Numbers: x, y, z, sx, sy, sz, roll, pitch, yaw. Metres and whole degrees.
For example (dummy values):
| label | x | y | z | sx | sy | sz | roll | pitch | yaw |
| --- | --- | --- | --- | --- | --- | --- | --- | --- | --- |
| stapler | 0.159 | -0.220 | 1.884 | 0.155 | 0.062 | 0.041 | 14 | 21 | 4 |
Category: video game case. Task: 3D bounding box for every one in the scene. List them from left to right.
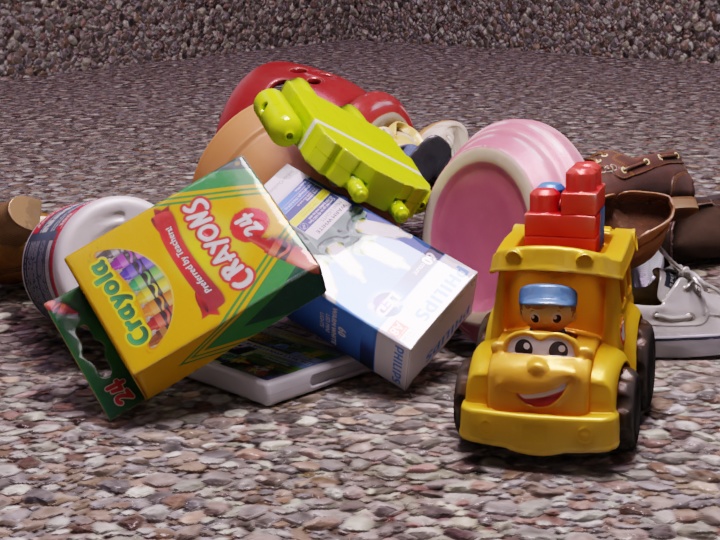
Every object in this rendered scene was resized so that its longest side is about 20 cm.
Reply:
| label | x | y | z | sx | sy | sz | roll | pitch | yaw |
| --- | --- | --- | --- | --- | --- | --- | --- | --- | --- |
| video game case | -0.078 | 0.065 | 1.245 | 0.181 | 0.022 | 0.199 | -15 | 20 | -42 |

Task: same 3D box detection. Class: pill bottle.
| label | x | y | z | sx | sy | sz | roll | pitch | yaw |
| --- | --- | --- | --- | --- | --- | --- | --- | --- | --- |
| pill bottle | -0.243 | -0.003 | 1.299 | 0.118 | 0.121 | 0.200 | -8 | 3 | -26 |

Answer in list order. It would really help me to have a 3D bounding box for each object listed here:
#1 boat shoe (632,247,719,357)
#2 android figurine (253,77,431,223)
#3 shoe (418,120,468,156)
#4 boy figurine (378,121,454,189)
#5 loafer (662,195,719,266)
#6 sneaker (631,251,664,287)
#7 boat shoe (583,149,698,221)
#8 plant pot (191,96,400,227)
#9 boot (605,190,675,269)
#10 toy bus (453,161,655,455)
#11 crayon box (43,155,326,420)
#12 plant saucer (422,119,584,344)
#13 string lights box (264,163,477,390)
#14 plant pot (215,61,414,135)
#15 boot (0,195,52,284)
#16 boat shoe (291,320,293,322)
| label | x | y | z | sx | sy | sz | roll | pitch | yaw |
| --- | --- | --- | --- | --- | --- | --- | --- | --- | --- |
| boat shoe | 0.269 | 0.024 | 1.236 | 0.200 | 0.087 | 0.075 | -2 | 14 | -2 |
| android figurine | -0.009 | -0.106 | 1.277 | 0.181 | 0.041 | 0.200 | 24 | 21 | -33 |
| shoe | 0.074 | -0.109 | 1.617 | 0.053 | 0.070 | 0.200 | 4 | 35 | 40 |
| boy figurine | 0.061 | -0.110 | 1.488 | 0.124 | 0.065 | 0.200 | 35 | 4 | -15 |
| loafer | 0.372 | -0.046 | 1.528 | 0.071 | 0.074 | 0.199 | 11 | 20 | 40 |
| sneaker | 0.264 | -0.010 | 1.418 | 0.072 | 0.071 | 0.201 | 3 | 36 | 11 |
| boat shoe | 0.236 | -0.079 | 1.356 | 0.198 | 0.071 | 0.070 | -4 | -13 | -36 |
| plant pot | -0.050 | -0.056 | 1.408 | 0.198 | 0.202 | 0.140 | -9 | 32 | -28 |
| boot | 0.178 | -0.018 | 1.267 | 0.198 | 0.074 | 0.155 | -21 | -11 | -7 |
| toy bus | 0.147 | 0.022 | 1.048 | 0.134 | 0.194 | 0.200 | 5 | 17 | 16 |
| crayon box | -0.143 | 0.012 | 1.124 | 0.199 | 0.051 | 0.127 | -32 | 63 | -11 |
| plant saucer | 0.118 | -0.029 | 1.215 | 0.050 | 0.203 | 0.200 | 0 | 10 | -38 |
| string lights box | -0.013 | 0.003 | 1.189 | 0.199 | 0.059 | 0.103 | 30 | 55 | 20 |
| plant pot | -0.042 | -0.131 | 1.660 | 0.181 | 0.203 | 0.200 | 16 | 21 | 31 |
| boot | -0.312 | -0.013 | 1.467 | 0.200 | 0.071 | 0.143 | 24 | -31 | -32 |
| boat shoe | 0.000 | 0.000 | 1.284 | 0.199 | 0.085 | 0.068 | -14 | 23 | -35 |
